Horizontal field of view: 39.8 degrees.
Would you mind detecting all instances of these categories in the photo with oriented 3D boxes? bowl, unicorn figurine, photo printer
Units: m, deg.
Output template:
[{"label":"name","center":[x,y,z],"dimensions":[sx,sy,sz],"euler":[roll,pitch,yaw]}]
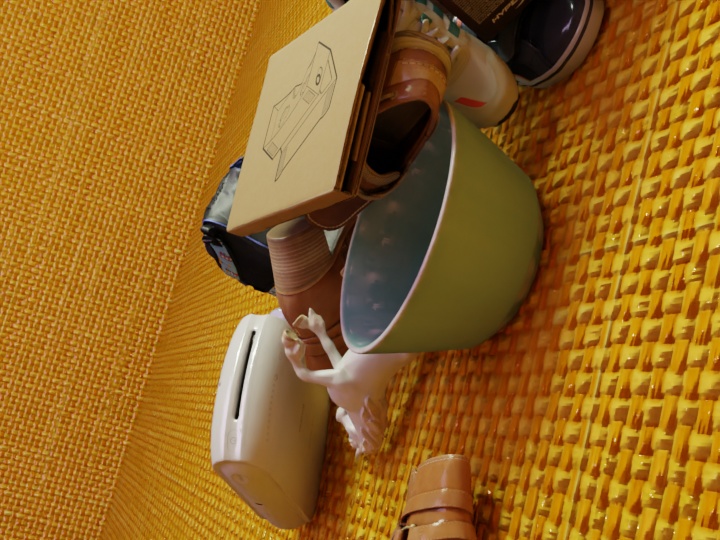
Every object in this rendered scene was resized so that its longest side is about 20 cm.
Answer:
[{"label":"bowl","center":[0.070,-0.020,0.770],"dimensions":[0.201,0.104,0.204],"euler":[-162,90,-74]},{"label":"unicorn figurine","center":[0.002,0.080,0.884],"dimensions":[0.200,0.137,0.074],"euler":[-46,-1,29]},{"label":"photo printer","center":[-0.089,0.151,1.005],"dimensions":[0.201,0.068,0.168],"euler":[68,-154,-56]}]

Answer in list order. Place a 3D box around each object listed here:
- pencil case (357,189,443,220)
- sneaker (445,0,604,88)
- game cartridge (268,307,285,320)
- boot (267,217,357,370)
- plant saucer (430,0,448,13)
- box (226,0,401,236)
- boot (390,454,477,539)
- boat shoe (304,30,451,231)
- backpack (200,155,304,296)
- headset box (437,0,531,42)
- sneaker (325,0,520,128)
[{"label":"pencil case","center":[0.001,-0.084,0.889],"dimensions":[0.083,0.197,0.092],"euler":[95,-170,-73]},{"label":"sneaker","center":[0.123,-0.198,0.833],"dimensions":[0.079,0.079,0.200],"euler":[-72,18,-2]},{"label":"game cartridge","center":[-0.091,0.105,1.147],"dimensions":[0.133,0.040,0.201],"euler":[-25,-28,-50]},{"label":"boot","center":[0.000,0.000,0.985],"dimensions":[0.073,0.199,0.157],"euler":[18,130,52]},{"label":"plant saucer","center":[0.066,-0.292,0.919],"dimensions":[0.034,0.199,0.203],"euler":[28,101,45]},{"label":"box","center":[-0.040,-0.118,0.760],"dimensions":[0.199,0.021,0.166],"euler":[-13,62,61]},{"label":"boot","center":[0.057,0.197,0.649],"dimensions":[0.200,0.073,0.157],"euler":[-33,37,61]},{"label":"boat shoe","center":[0.002,-0.091,0.757],"dimensions":[0.201,0.075,0.073],"euler":[124,156,-47]},{"label":"backpack","center":[-0.112,-0.044,1.286],"dimensions":[0.200,0.181,0.136],"euler":[123,170,-73]},{"label":"headset box","center":[0.042,-0.291,0.763],"dimensions":[0.077,0.199,0.150],"euler":[-41,45,25]},{"label":"sneaker","center":[0.037,-0.184,0.791],"dimensions":[0.071,0.200,0.093],"euler":[-51,-19,20]}]
